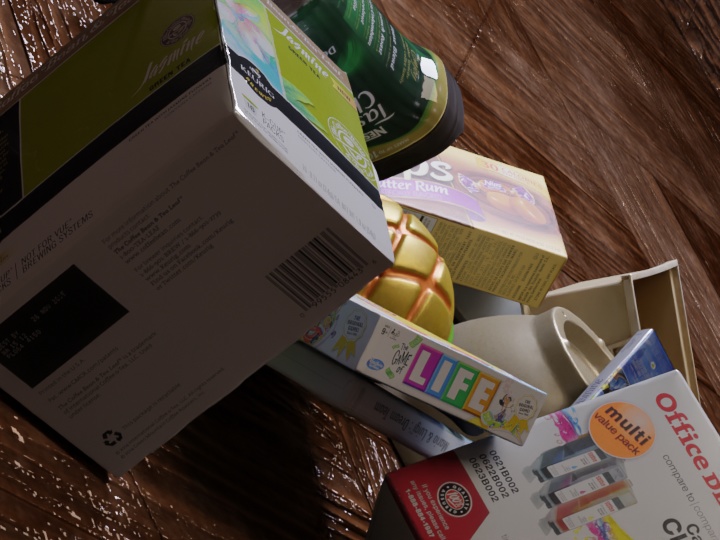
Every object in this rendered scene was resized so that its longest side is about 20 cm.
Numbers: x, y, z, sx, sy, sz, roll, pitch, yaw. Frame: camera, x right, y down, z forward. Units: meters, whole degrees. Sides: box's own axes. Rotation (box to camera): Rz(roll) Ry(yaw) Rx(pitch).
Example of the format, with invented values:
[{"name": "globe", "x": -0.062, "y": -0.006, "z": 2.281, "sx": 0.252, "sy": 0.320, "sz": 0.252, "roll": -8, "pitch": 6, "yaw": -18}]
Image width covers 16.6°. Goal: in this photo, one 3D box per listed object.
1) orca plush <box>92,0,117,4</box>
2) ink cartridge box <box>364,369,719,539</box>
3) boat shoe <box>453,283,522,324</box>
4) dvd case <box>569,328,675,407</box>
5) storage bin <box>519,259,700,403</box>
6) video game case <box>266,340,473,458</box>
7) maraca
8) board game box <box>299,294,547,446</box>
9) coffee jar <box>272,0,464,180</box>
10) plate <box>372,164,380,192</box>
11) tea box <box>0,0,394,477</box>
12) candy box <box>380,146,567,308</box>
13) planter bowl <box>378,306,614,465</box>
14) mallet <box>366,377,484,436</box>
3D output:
[{"name": "orca plush", "x": -0.125, "y": -0.146, "z": 1.782, "sx": 0.200, "sy": 0.071, "sz": 0.106, "roll": 35, "pitch": 68, "yaw": -37}, {"name": "ink cartridge box", "x": 0.123, "y": 0.176, "z": 1.443, "sx": 0.146, "sy": 0.199, "sz": 0.145, "roll": 61, "pitch": -23, "yaw": 28}, {"name": "boat shoe", "x": 0.059, "y": -0.012, "z": 1.983, "sx": 0.200, "sy": 0.071, "sz": 0.064, "roll": 54, "pitch": -18, "yaw": 16}, {"name": "dvd case", "x": 0.178, "y": 0.151, "z": 1.678, "sx": 0.200, "sy": 0.018, "sz": 0.143, "roll": -43, "pitch": 111, "yaw": -42}, {"name": "storage bin", "x": 0.210, "y": 0.102, "z": 1.987, "sx": 0.200, "sy": 0.093, "sz": 0.199, "roll": -12, "pitch": 92, "yaw": -73}, {"name": "video game case", "x": -0.025, "y": 0.063, "z": 1.491, "sx": 0.200, "sy": 0.024, "sz": 0.182, "roll": 28, "pitch": -4, "yaw": 39}, {"name": "maraca", "x": -0.012, "y": -0.011, "z": 1.690, "sx": 0.137, "sy": 0.107, "sz": 0.200, "roll": -12, "pitch": 59, "yaw": -53}, {"name": "board game box", "x": -0.002, "y": 0.035, "z": 1.428, "sx": 0.134, "sy": 0.034, "sz": 0.200, "roll": 26, "pitch": 1, "yaw": -38}, {"name": "coffee jar", "x": -0.013, "y": -0.146, "z": 1.762, "sx": 0.200, "sy": 0.104, "sz": 0.086, "roll": 39, "pitch": 36, "yaw": -42}, {"name": "plate", "x": -0.079, "y": -0.112, "z": 1.637, "sx": 0.199, "sy": 0.032, "sz": 0.200, "roll": 25, "pitch": 6, "yaw": -8}, {"name": "tea box", "x": -0.107, "y": -0.037, "z": 1.316, "sx": 0.134, "sy": 0.200, "sz": 0.197, "roll": 42, "pitch": 20, "yaw": -32}, {"name": "candy box", "x": 0.051, "y": -0.050, "z": 1.894, "sx": 0.199, "sy": 0.057, "sz": 0.117, "roll": 18, "pitch": 31, "yaw": -18}, {"name": "planter bowl", "x": 0.123, "y": 0.110, "z": 1.770, "sx": 0.200, "sy": 0.135, "sz": 0.200, "roll": 47, "pitch": 17, "yaw": -19}, {"name": "mallet", "x": 0.021, "y": 0.059, "z": 1.525, "sx": 0.066, "sy": 0.041, "sz": 0.200, "roll": 31, "pitch": 1, "yaw": -20}]
